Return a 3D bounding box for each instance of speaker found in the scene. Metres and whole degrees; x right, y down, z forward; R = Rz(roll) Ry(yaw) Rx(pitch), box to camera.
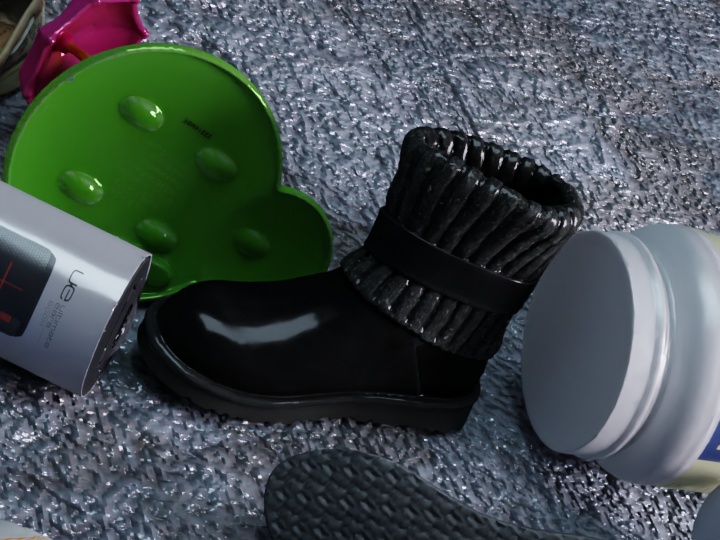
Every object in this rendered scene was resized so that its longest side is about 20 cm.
[{"bbox_3d":[-0.207,-0.014,0.969,0.199,0.082,0.081,27,33,1],"label":"speaker"}]

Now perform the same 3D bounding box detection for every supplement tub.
[{"bbox_3d":[0.205,0.053,1.089,0.198,0.146,0.146,9,36,-23],"label":"supplement tub"}]

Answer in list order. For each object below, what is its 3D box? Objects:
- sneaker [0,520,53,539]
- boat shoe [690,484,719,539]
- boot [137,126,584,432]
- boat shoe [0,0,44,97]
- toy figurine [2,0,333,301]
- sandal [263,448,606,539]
[{"bbox_3d":[-0.123,0.140,0.814,0.198,0.074,0.080,12,33,-21],"label":"sneaker"},{"bbox_3d":[0.234,0.193,0.990,0.066,0.070,0.201,24,25,-35],"label":"boat shoe"},{"bbox_3d":[0.000,-0.002,1.014,0.210,0.159,0.080,6,37,-27],"label":"boot"},{"bbox_3d":[-0.242,-0.120,1.107,0.073,0.063,0.200,28,33,3],"label":"boat shoe"},{"bbox_3d":[-0.119,-0.082,1.100,0.199,0.150,0.184,32,16,-31],"label":"toy figurine"},{"bbox_3d":[0.046,0.145,0.935,0.199,0.048,0.076,19,77,2],"label":"sandal"}]
